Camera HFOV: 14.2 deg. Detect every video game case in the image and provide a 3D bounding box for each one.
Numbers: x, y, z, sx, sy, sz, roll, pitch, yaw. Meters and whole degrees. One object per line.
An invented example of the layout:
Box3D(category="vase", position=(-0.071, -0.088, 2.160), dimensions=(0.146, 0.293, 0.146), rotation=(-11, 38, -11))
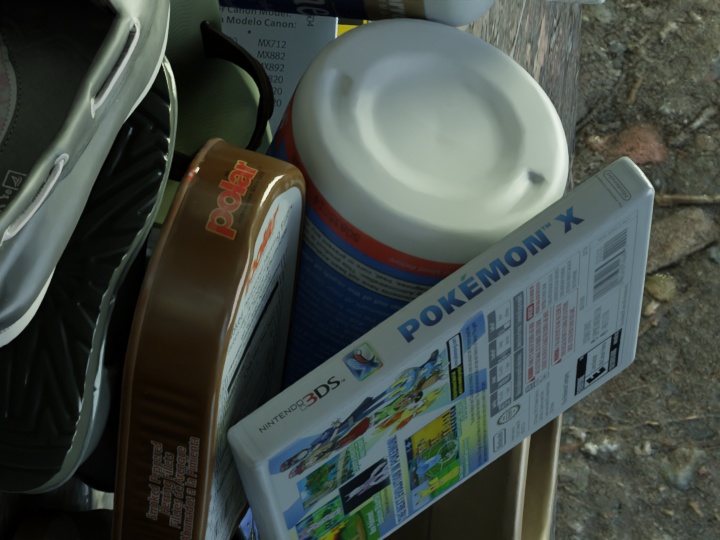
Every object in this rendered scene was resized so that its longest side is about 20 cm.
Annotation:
Box3D(category="video game case", position=(0.035, 0.048, 1.140), dimensions=(0.022, 0.182, 0.200), rotation=(52, -10, 18))

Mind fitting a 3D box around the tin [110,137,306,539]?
Box3D(category="tin", position=(-0.056, 0.041, 1.081), dimensions=(0.200, 0.042, 0.112), rotation=(98, 7, -45))

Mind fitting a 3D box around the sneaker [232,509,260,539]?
Box3D(category="sneaker", position=(-0.065, 0.084, 1.315), dimensions=(0.078, 0.075, 0.200), rotation=(-64, 157, -57))

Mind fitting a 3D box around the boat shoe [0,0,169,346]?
Box3D(category="boat shoe", position=(-0.106, -0.067, 0.953), dimensions=(0.057, 0.067, 0.200), rotation=(91, 12, -58))

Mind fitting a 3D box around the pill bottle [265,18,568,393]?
Box3D(category="pill bottle", position=(0.000, 0.000, 1.172), dimensions=(0.200, 0.112, 0.112), rotation=(119, -12, -50))

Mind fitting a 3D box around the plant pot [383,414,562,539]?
Box3D(category="plant pot", position=(0.006, 0.086, 1.435), dimensions=(0.200, 0.174, 0.201), rotation=(7, 90, -81))

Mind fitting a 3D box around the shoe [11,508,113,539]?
Box3D(category="shoe", position=(-0.102, 0.128, 1.154), dimensions=(0.200, 0.053, 0.070), rotation=(-28, 123, -80))

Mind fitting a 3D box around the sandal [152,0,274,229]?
Box3D(category="sandal", position=(-0.069, -0.066, 1.124), dimensions=(0.080, 0.057, 0.201), rotation=(-42, 156, -12))

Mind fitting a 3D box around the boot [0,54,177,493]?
Box3D(category="boot", position=(-0.091, 0.003, 1.092), dimensions=(0.200, 0.072, 0.182), rotation=(3, 105, -75))

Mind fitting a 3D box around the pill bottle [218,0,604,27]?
Box3D(category="pill bottle", position=(0.001, -0.155, 1.148), dimensions=(0.111, 0.200, 0.111), rotation=(6, 90, -81))

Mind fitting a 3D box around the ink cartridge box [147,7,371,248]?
Box3D(category="ink cartridge box", position=(-0.034, -0.099, 1.347), dimensions=(0.200, 0.084, 0.176), rotation=(-27, 122, -80))
